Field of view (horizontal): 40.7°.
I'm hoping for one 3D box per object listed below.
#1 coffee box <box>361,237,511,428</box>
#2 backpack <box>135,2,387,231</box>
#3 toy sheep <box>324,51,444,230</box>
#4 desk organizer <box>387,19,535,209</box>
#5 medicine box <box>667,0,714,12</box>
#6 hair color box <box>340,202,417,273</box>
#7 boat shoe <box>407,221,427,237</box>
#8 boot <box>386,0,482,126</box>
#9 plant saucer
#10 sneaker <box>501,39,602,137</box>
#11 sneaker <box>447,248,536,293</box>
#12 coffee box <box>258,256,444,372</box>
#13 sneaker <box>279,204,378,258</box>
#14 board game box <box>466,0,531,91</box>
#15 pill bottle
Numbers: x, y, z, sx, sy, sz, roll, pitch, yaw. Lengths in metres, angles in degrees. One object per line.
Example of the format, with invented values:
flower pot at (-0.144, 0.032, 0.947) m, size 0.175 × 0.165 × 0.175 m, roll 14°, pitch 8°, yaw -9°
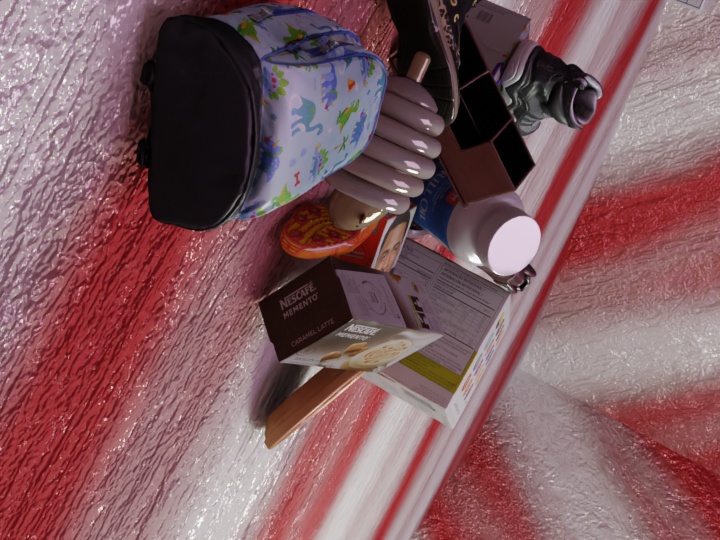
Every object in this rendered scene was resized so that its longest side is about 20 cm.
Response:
coffee box at (0.097, 0.094, 1.474) m, size 0.199 × 0.199 × 0.200 m, roll -59°, pitch 165°, yaw -11°
backpack at (-0.068, -0.132, 0.767) m, size 0.200 × 0.153 × 0.164 m, roll -59°, pitch 162°, yaw -62°
toy sheep at (0.020, -0.134, 1.008) m, size 0.201 × 0.137 × 0.138 m, roll -67°, pitch 163°, yaw 13°
desk organizer at (0.122, -0.183, 1.137) m, size 0.072 × 0.077 × 0.201 m, roll -47°, pitch 114°, yaw -43°
medicine box at (0.664, -0.638, 2.063) m, size 0.182 × 0.199 × 0.104 m, roll -35°, pitch 148°, yaw -57°
hair color box at (0.000, 0.000, 1.280) m, size 0.101 × 0.061 × 0.201 m, roll -30°, pitch 143°, yaw -60°
boat shoe at (0.112, -0.108, 1.444) m, size 0.200 × 0.074 × 0.061 m, roll -27°, pitch 147°, yaw -51°
boot at (0.099, -0.274, 1.050) m, size 0.151 × 0.073 × 0.201 m, roll -46°, pitch 131°, yaw -35°
plant saucer at (-0.055, 0.163, 1.302) m, size 0.200 × 0.038 × 0.200 m, roll -39°, pitch 174°, yaw -5°
sneaker at (0.239, -0.207, 1.224) m, size 0.076 × 0.113 × 0.200 m, roll -58°, pitch 163°, yaw -10°
sneaker at (0.192, -0.017, 1.404) m, size 0.076 × 0.115 × 0.200 m, roll -47°, pitch -167°, yaw 11°
coffee box at (-0.007, 0.057, 1.134) m, size 0.114 × 0.080 × 0.199 m, roll -32°, pitch 155°, yaw 25°
sneaker at (-0.032, -0.038, 1.113) m, size 0.077 × 0.073 × 0.200 m, roll -58°, pitch 164°, yaw 25°
board game box at (0.149, -0.247, 1.271) m, size 0.103 × 0.104 × 0.200 m, roll -57°, pitch 162°, yaw -18°
pill bottle at (0.144, -0.075, 1.265) m, size 0.111 × 0.200 × 0.113 m, roll -14°, pitch 122°, yaw -24°
